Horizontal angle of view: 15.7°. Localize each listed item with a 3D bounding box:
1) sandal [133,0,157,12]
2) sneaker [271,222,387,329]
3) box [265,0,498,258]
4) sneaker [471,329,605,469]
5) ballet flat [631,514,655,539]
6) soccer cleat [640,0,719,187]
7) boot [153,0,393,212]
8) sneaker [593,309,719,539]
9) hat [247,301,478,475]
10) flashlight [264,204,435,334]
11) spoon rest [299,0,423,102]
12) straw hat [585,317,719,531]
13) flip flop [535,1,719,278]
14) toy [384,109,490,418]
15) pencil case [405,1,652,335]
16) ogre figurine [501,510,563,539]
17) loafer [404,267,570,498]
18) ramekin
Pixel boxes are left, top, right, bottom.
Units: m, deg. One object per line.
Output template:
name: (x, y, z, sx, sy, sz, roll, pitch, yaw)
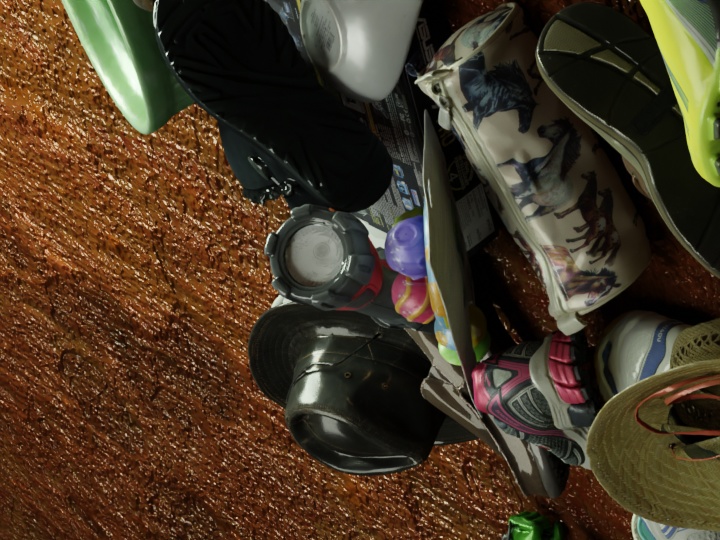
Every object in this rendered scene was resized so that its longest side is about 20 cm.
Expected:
sandal: (-0.137, -0.252, 1.711, 0.055, 0.200, 0.082, 0, 149, 14)
sneaker: (-0.010, 0.009, 1.931, 0.075, 0.087, 0.200, 54, 154, 2)
box: (0.008, -0.115, 1.784, 0.161, 0.049, 0.200, 23, 141, 45)
sneaker: (0.124, 0.084, 1.740, 0.200, 0.075, 0.081, 55, -154, -67)
ballet flat: (0.267, 0.223, 1.775, 0.200, 0.067, 0.062, 47, -178, 22)
soccer cleat: (0.185, -0.139, 1.435, 0.084, 0.065, 0.200, 33, 147, 50)
boot: (-0.073, -0.111, 1.727, 0.200, 0.076, 0.168, 44, 169, -12)
sneaker: (0.219, 0.120, 1.688, 0.088, 0.075, 0.200, 6, 129, 57)
hat: (0.007, 0.103, 1.927, 0.200, 0.081, 0.201, 9, 141, 7)
flashlight: (0.000, 0.000, 1.727, 0.068, 0.068, 0.200, 10, 179, 19)
spoon rest: (0.011, -0.184, 1.636, 0.099, 0.061, 0.200, 59, 151, 23)
straw hat: (0.229, 0.073, 1.591, 0.201, 0.201, 0.085, 93, 176, -54)
flip flop: (0.179, -0.073, 1.519, 0.200, 0.081, 0.058, 46, 173, 17)
toy: (0.044, 0.001, 1.677, 0.200, 0.047, 0.115, 65, -160, -56)
pencil case: (0.108, -0.063, 1.630, 0.200, 0.089, 0.078, 59, 154, -14)
ogre figurine: (0.177, 0.276, 1.948, 0.200, 0.098, 0.120, 22, 125, 24)
loafer: (0.082, 0.078, 1.854, 0.200, 0.071, 0.073, 61, -160, 3)
ramekin: (-0.149, -0.205, 1.831, 0.200, 0.098, 0.200, 60, 168, 22)
